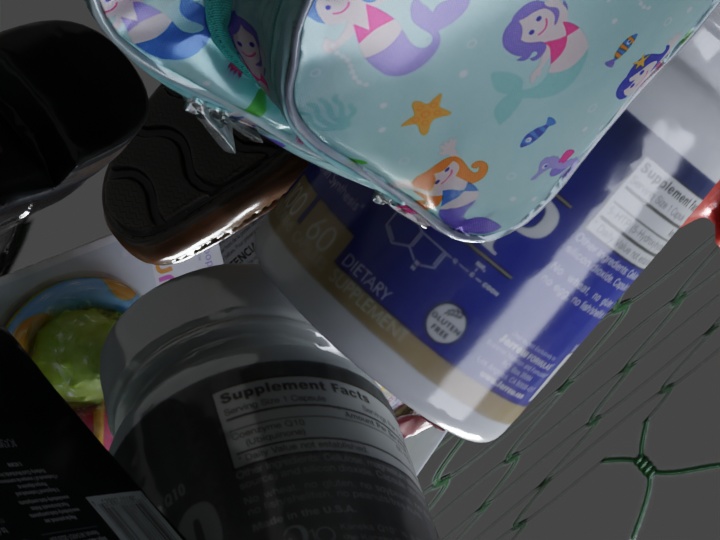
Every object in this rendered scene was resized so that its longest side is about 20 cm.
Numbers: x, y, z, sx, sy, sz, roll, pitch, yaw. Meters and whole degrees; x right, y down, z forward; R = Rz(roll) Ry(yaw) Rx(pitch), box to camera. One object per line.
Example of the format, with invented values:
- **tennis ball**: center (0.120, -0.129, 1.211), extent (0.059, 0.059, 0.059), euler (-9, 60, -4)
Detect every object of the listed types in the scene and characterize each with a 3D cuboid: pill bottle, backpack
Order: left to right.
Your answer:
- **pill bottle**: center (-0.030, 0.100, 0.845), extent (0.113, 0.200, 0.114), euler (-11, 137, -11)
- **backpack**: center (0.005, -0.114, 0.629), extent (0.200, 0.151, 0.178), euler (29, 107, -42)
- **pill bottle**: center (0.066, -0.049, 0.853), extent (0.200, 0.120, 0.120), euler (-51, 165, 8)

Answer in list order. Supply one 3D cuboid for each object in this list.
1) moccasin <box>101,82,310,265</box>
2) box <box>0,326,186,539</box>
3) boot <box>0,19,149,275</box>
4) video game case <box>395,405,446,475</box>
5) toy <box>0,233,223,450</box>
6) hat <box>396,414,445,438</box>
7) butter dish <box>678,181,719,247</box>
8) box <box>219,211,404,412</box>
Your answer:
- **moccasin**: center (-0.016, -0.073, 0.921), extent (0.201, 0.074, 0.078), euler (-46, 151, -15)
- **box**: center (-0.173, 0.128, 0.744), extent (0.200, 0.124, 0.148), euler (-46, 164, 12)
- **boot**: center (-0.168, 0.002, 0.758), extent (0.200, 0.069, 0.174), euler (-18, 160, -48)
- **video game case**: center (-0.011, 0.132, 1.237), extent (0.182, 0.023, 0.200), euler (-51, -179, 40)
- **toy**: center (-0.117, 0.057, 0.935), extent (0.199, 0.116, 0.047), euler (-21, -162, -34)
- **hat**: center (-0.109, 0.113, 1.067), extent (0.200, 0.166, 0.176), euler (-39, 167, -40)
- **butter dish**: center (0.164, -0.075, 1.241), extent (0.200, 0.148, 0.200), euler (-30, 163, -36)
- **box**: center (-0.008, 0.003, 1.113), extent (0.112, 0.101, 0.200), euler (-41, 167, 4)
